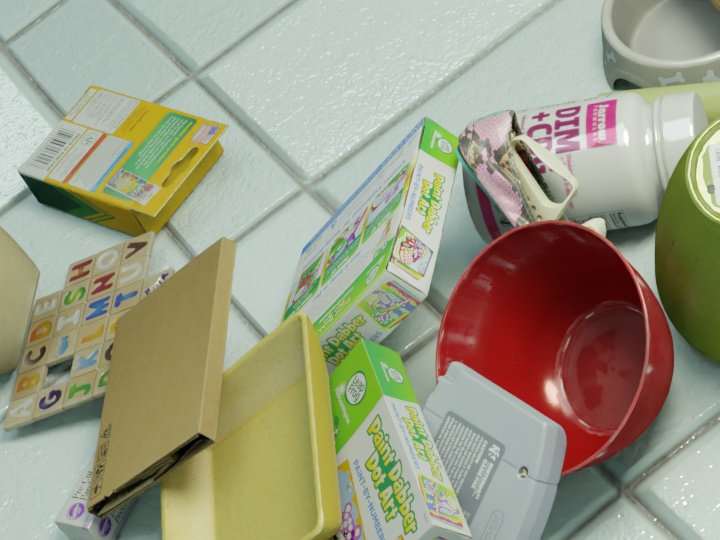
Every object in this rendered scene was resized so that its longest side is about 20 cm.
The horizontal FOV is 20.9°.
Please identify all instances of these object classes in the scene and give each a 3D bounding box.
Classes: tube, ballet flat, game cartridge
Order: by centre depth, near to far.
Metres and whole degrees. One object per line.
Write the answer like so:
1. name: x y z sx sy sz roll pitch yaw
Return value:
1. game cartridge: 0.075 0.185 1.466 0.133 0.040 0.201 33 101 46
2. ballet flat: 0.155 -0.042 1.588 0.071 0.201 0.069 -32 2 27
3. tube: 0.301 -0.138 1.686 0.199 0.052 0.058 -4 11 27

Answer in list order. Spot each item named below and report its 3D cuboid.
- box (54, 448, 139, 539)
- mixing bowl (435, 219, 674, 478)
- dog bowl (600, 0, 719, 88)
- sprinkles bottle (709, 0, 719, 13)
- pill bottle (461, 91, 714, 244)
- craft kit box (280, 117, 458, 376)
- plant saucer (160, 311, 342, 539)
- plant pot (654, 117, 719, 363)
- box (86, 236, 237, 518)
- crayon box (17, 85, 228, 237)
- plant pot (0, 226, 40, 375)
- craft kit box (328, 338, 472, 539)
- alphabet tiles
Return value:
1. box: -0.195 0.149 1.689 0.041 0.039 0.201 6 54 33
2. mixing bowl: 0.167 0.068 1.508 0.199 0.108 0.201 -11 74 40
3. dog bowl: 0.309 -0.229 1.770 0.199 0.059 0.201 -14 45 14
4. sprinkles bottle: 0.316 -0.277 1.720 0.068 0.068 0.200 -28 43 1
5. pill bottle: 0.195 -0.089 1.659 0.199 0.114 0.114 -9 47 19
6. craft kit box: 0.000 0.000 1.621 0.200 0.048 0.198 -46 17 40
7. plant saucer: -0.080 0.164 1.517 0.200 0.048 0.201 -39 42 36
8. plant pot: 0.300 -0.038 1.460 0.186 0.200 0.188 -5 71 15
9. box: -0.164 0.089 1.626 0.163 0.021 0.201 -36 37 39
10. crayon box: -0.227 -0.104 1.926 0.199 0.052 0.126 18 60 38
11. plant pot: -0.371 0.029 1.800 0.134 0.201 0.201 13 49 -8
12. craft kit box: -0.015 0.190 1.494 0.198 0.048 0.200 -48 39 22
13. alphabet tiles: -0.244 0.048 1.799 0.167 0.008 0.201 -21 39 23
